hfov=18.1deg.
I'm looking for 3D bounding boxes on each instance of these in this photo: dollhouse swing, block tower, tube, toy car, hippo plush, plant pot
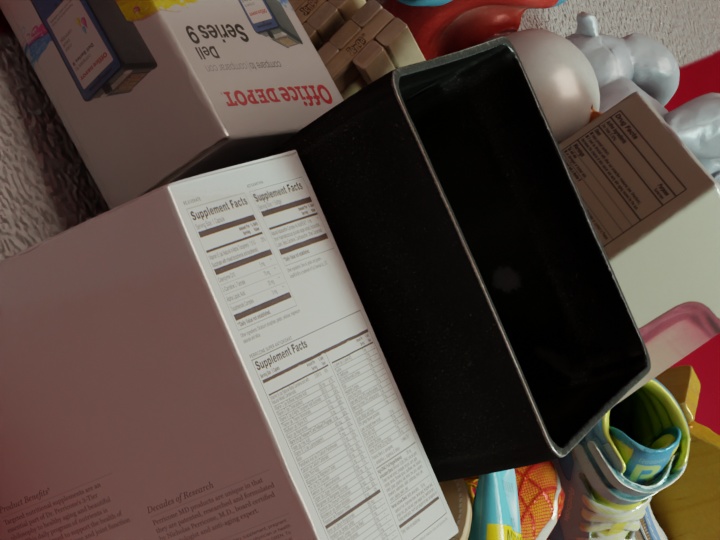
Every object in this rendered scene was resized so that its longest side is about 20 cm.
[{"bbox_3d":[0.260,0.152,1.699,0.176,0.182,0.200,-42,108,-45],"label":"dollhouse swing"},{"bbox_3d":[-0.051,-0.163,1.302,0.200,0.054,0.058,41,-8,30],"label":"block tower"},{"bbox_3d":[0.074,0.200,1.298,0.077,0.050,0.200,61,33,-76],"label":"tube"},{"bbox_3d":[0.085,-0.123,1.504,0.184,0.177,0.200,-7,64,-57],"label":"toy car"},{"bbox_3d":[0.211,-0.118,1.910,0.200,0.159,0.161,-3,43,-23],"label":"hippo plush"},{"bbox_3d":[0.014,0.011,1.178,0.200,0.177,0.200,67,24,-2],"label":"plant pot"}]

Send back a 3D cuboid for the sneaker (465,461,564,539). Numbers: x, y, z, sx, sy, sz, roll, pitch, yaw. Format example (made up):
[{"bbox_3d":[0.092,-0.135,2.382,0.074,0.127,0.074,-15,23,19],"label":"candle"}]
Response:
[{"bbox_3d":[0.078,0.149,1.407,0.077,0.073,0.200,59,24,-21],"label":"sneaker"}]

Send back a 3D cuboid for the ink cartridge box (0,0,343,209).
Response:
[{"bbox_3d":[-0.109,-0.136,1.197,0.145,0.087,0.200,-12,73,-61],"label":"ink cartridge box"}]

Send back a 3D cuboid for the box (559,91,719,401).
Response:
[{"bbox_3d":[0.139,0.005,1.427,0.109,0.200,0.128,53,5,-37],"label":"box"}]

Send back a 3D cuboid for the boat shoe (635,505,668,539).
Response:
[{"bbox_3d":[0.170,0.181,1.578,0.200,0.072,0.072,53,29,-30],"label":"boat shoe"}]

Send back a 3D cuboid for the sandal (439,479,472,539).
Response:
[{"bbox_3d":[0.018,0.095,1.315,0.212,0.077,0.070,-85,158,-61],"label":"sandal"}]

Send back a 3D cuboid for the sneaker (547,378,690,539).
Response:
[{"bbox_3d":[0.161,0.156,1.467,0.079,0.131,0.200,-4,89,-23],"label":"sneaker"}]

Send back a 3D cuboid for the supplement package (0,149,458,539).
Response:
[{"bbox_3d":[-0.079,0.070,1.036,0.200,0.152,0.151,67,23,0],"label":"supplement package"}]
